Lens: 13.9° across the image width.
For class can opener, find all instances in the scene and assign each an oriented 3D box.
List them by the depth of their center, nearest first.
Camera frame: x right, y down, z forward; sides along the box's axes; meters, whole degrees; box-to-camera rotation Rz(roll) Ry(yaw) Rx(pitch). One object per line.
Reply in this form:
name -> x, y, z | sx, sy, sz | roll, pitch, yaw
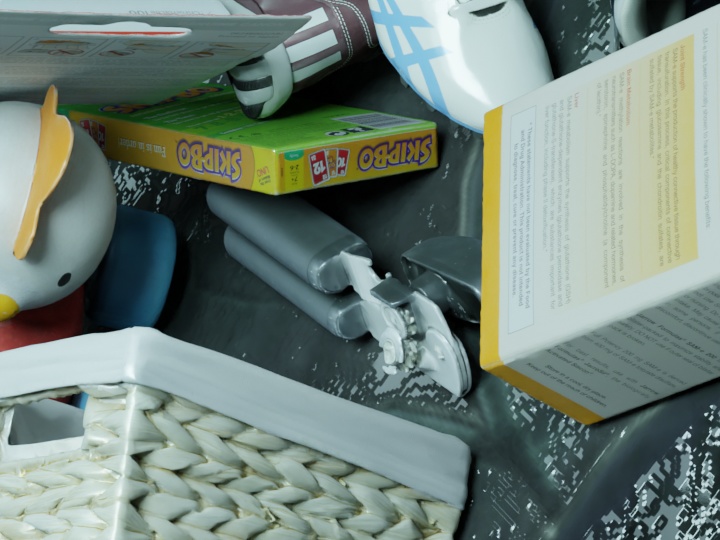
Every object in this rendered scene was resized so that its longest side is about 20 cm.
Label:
can opener -> 0.000, 0.000, 1.345 | 0.066, 0.053, 0.200 | -33, 35, -21

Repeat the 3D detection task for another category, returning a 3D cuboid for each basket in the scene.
basket -> -0.068, 0.114, 1.229 | 0.135, 0.200, 0.124 | -12, 66, 44

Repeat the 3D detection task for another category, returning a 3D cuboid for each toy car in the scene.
toy car -> -0.168, -0.002, 1.357 | 0.200, 0.184, 0.177 | 130, 151, -62

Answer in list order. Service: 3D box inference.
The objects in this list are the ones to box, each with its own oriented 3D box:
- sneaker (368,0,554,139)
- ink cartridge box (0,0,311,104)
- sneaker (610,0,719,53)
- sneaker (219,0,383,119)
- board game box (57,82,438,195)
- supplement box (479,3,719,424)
sneaker -> 0.034, -0.151, 1.324 | 0.072, 0.072, 0.200 | 119, 131, -66
ink cartridge box -> -0.131, -0.110, 1.296 | 0.200, 0.160, 0.047 | 161, 107, -65
sneaker -> 0.113, -0.143, 1.272 | 0.199, 0.079, 0.130 | 10, 67, 39
sneaker -> -0.017, -0.133, 1.434 | 0.115, 0.076, 0.200 | -21, 24, -1
board game box -> -0.062, -0.066, 1.408 | 0.200, 0.095, 0.030 | 17, 112, 50
supplement box -> 0.145, -0.032, 1.175 | 0.200, 0.073, 0.126 | -23, 52, 38
